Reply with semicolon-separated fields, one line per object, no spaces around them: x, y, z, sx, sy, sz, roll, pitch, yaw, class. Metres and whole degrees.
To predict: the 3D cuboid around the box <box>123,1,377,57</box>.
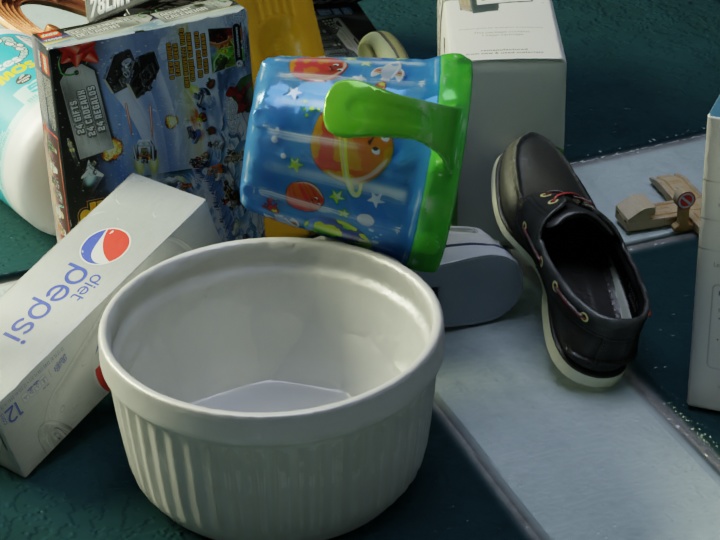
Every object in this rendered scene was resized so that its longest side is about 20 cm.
-0.065;-0.137;1.616;0.199;0.050;0.158;-5;41;-26;box

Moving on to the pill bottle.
-0.247;-0.109;1.574;0.111;0.111;0.200;-21;35;-30;pill bottle

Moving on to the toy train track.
0.281;-0.061;1.547;0.199;0.033;0.115;-9;31;-15;toy train track

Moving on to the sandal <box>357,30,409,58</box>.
0.022;-0.097;1.508;0.057;0.080;0.201;-9;36;-13;sandal

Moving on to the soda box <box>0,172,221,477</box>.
-0.172;0.030;1.323;0.068;0.064;0.200;20;54;34;soda box

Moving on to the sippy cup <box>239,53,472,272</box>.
-0.006;-0.075;1.325;0.130;0.178;0.140;9;44;-2;sippy cup

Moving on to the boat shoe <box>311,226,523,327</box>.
0.001;-0.004;1.419;0.201;0.075;0.086;-7;31;-16;boat shoe

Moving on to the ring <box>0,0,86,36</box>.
-0.209;-0.191;1.716;0.200;0.019;0.200;24;16;-7;ring

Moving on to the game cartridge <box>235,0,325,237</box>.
-0.109;-0.096;1.493;0.199;0.177;0.032;-15;2;-20;game cartridge

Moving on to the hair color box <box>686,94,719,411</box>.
0.255;-0.007;1.287;0.100;0.201;0.061;11;32;19;hair color box

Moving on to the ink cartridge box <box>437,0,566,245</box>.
0.100;-0.129;1.559;0.084;0.146;0.200;-2;29;0;ink cartridge box

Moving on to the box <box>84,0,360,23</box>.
-0.083;-0.228;1.660;0.198;0.050;0.200;-4;-4;-34;box

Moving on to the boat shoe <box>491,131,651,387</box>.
0.138;-0.020;1.392;0.073;0.063;0.202;2;46;-19;boat shoe

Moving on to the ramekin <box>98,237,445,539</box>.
-0.049;0.073;1.257;0.199;0.105;0.200;-1;30;1;ramekin

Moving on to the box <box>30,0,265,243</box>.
-0.135;-0.069;1.410;0.137;0.201;0.040;-14;27;-22;box
